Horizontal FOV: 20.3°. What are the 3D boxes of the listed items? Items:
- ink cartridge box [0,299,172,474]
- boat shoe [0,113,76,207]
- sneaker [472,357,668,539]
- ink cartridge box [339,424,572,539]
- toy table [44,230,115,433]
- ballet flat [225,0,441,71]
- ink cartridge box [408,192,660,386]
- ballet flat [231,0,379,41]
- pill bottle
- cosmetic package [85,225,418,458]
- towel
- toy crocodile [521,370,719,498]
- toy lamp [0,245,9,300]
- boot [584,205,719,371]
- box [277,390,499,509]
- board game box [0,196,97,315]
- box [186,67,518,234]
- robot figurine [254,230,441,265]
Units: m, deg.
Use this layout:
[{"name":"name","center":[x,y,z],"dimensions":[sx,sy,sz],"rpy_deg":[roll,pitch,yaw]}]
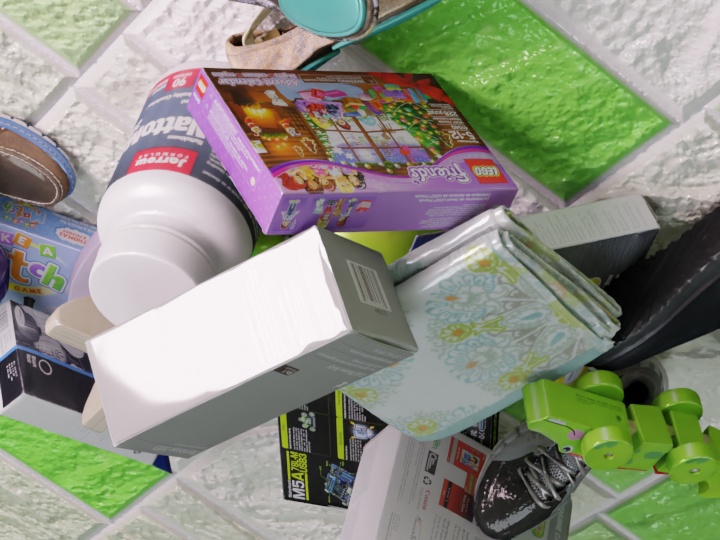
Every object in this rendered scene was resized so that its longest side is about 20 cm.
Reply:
[{"name":"ink cartridge box","center":[-0.229,0.101,1.716],"dimensions":[0.039,0.100,0.199],"rpy_deg":[-37,140,25]},{"name":"boat shoe","center":[-0.329,-0.090,1.613],"dimensions":[0.199,0.073,0.072],"rpy_deg":[21,137,-4]},{"name":"sneaker","center":[0.161,0.142,1.585],"dimensions":[0.075,0.115,0.200],"rpy_deg":[44,98,1]},{"name":"ink cartridge box","center":[0.074,0.243,1.661],"dimensions":[0.175,0.201,0.084],"rpy_deg":[29,137,-13]},{"name":"toy table","center":[-0.168,0.036,1.630],"dimensions":[0.182,0.118,0.200],"rpy_deg":[16,134,-19]},{"name":"ballet flat","center":[-0.025,-0.183,1.430],"dimensions":[0.199,0.068,0.068],"rpy_deg":[-26,94,34]},{"name":"ink cartridge box","center":[0.111,0.033,1.539],"dimensions":[0.199,0.047,0.198],"rpy_deg":[-13,146,-27]},{"name":"ballet flat","center":[-0.043,-0.207,1.368],"dimensions":[0.200,0.072,0.072],"rpy_deg":[24,147,40]},{"name":"pill bottle","center":[-0.129,-0.050,1.494],"dimensions":[0.118,0.201,0.120],"rpy_deg":[9,136,9]},{"name":"cosmetic package","center":[-0.077,0.053,1.377],"dimensions":[0.199,0.091,0.107],"rpy_deg":[-29,159,21]},{"name":"towel","center":[0.070,0.043,1.458],"dimensions":[0.199,0.048,0.171],"rpy_deg":[-31,136,22]},{"name":"toy crocodile","center":[0.204,0.125,1.503],"dimensions":[0.199,0.068,0.062],"rpy_deg":[14,135,-27]},{"name":"toy lamp","center":[-0.320,-0.022,1.600],"dimensions":[0.058,0.059,0.200],"rpy_deg":[10,161,8]},{"name":"boot","center":[0.280,0.049,1.518],"dimensions":[0.200,0.077,0.168],"rpy_deg":[-39,116,12]},{"name":"box","center":[0.023,0.141,1.753],"dimensions":[0.191,0.048,0.201],"rpy_deg":[10,137,12]},{"name":"board game box","center":[-0.307,0.017,1.742],"dimensions":[0.150,0.037,0.201],"rpy_deg":[19,136,-1]},{"name":"box","center":[-0.005,-0.085,1.398],"dimensions":[0.199,0.137,0.039],"rpy_deg":[-3,134,-35]},{"name":"robot figurine","center":[0.000,0.000,1.565],"dimensions":[0.174,0.116,0.201],"rpy_deg":[13,137,3]}]
